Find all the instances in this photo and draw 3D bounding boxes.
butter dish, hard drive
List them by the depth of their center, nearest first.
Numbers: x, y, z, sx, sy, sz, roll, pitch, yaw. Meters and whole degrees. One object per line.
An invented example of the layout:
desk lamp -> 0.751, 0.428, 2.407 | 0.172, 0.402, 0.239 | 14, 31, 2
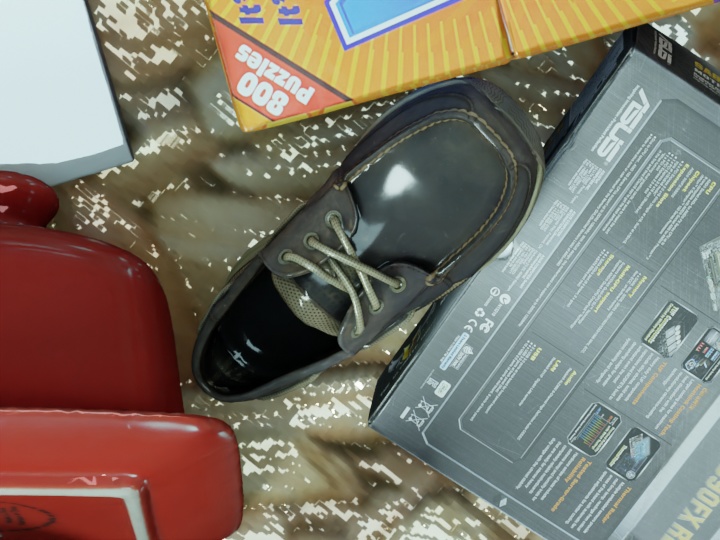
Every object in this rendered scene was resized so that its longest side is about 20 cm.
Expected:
butter dish -> -0.146, 0.032, 0.937 | 0.198, 0.200, 0.149 | 0, 72, -1
hard drive -> -0.209, -0.081, 0.983 | 0.199, 0.027, 0.133 | -17, 96, -1

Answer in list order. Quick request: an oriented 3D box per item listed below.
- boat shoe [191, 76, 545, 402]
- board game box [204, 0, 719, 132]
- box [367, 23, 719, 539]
boat shoe -> 0.000, 0.000, 0.927 | 0.074, 0.073, 0.200 | 42, 135, -4
board game box -> 0.023, -0.178, 0.898 | 0.198, 0.200, 0.201 | -15, 96, -1
box -> 0.121, 0.022, 0.968 | 0.158, 0.048, 0.201 | 32, 111, -6
